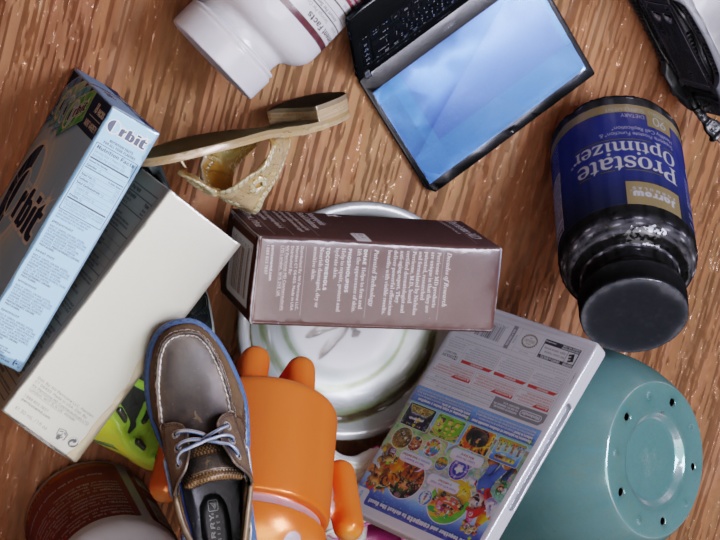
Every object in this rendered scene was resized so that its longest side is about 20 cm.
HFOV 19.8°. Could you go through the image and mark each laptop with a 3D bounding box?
[{"bbox_3d":[0.092,-0.179,1.636,0.177,0.200,0.103,-37,75,-7],"label":"laptop"}]

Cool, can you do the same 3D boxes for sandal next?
[{"bbox_3d":[-0.080,-0.080,1.588,0.211,0.077,0.070,-24,109,-44],"label":"sandal"}]

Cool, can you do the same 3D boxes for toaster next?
[{"bbox_3d":[0.303,-0.218,1.691,0.129,0.114,0.201,-35,110,-9],"label":"toaster"}]

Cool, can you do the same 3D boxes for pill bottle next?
[{"bbox_3d":[-0.194,0.231,1.603,0.111,0.200,0.113,-4,105,-16],"label":"pill bottle"},{"bbox_3d":[0.212,-0.036,1.651,0.111,0.201,0.112,0,136,0],"label":"pill bottle"},{"bbox_3d":[-0.046,-0.233,1.575,0.200,0.113,0.113,-46,112,-1],"label":"pill bottle"}]

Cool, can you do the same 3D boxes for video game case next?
[{"bbox_3d":[0.089,0.126,1.622,0.201,0.143,0.018,-58,135,-14],"label":"video game case"}]

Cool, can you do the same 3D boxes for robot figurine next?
[{"bbox_3d":[-0.076,0.161,1.583,0.116,0.201,0.144,-14,144,30],"label":"robot figurine"}]

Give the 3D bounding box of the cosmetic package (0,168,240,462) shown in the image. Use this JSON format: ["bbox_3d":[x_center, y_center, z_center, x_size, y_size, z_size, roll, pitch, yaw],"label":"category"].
[{"bbox_3d":[-0.185,0.031,1.518,0.073,0.104,0.200,39,89,-21],"label":"cosmetic package"}]

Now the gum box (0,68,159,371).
[{"bbox_3d":[-0.233,-0.042,1.535,0.044,0.170,0.201,30,94,-22],"label":"gum box"}]

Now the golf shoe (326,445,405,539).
[{"bbox_3d":[-0.032,0.184,1.681,0.198,0.075,0.092,7,65,0],"label":"golf shoe"}]

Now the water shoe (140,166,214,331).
[{"bbox_3d":[-0.164,-0.006,1.615,0.071,0.079,0.201,-23,110,-10],"label":"water shoe"}]

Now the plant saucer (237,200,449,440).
[{"bbox_3d":[-0.010,0.037,1.692,0.199,0.050,0.202,-5,106,-17],"label":"plant saucer"}]

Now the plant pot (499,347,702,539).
[{"bbox_3d":[0.181,0.152,1.682,0.200,0.160,0.202,2,87,-44],"label":"plant pot"}]

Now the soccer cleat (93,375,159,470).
[{"bbox_3d":[-0.226,0.101,1.641,0.200,0.083,0.065,37,52,-36],"label":"soccer cleat"}]

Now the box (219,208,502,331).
[{"bbox_3d":[0.000,0.000,1.605,0.199,0.100,0.076,4,103,-19],"label":"box"}]

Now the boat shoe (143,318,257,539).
[{"bbox_3d":[-0.106,0.133,1.463,0.072,0.072,0.201,-14,96,-8],"label":"boat shoe"}]
